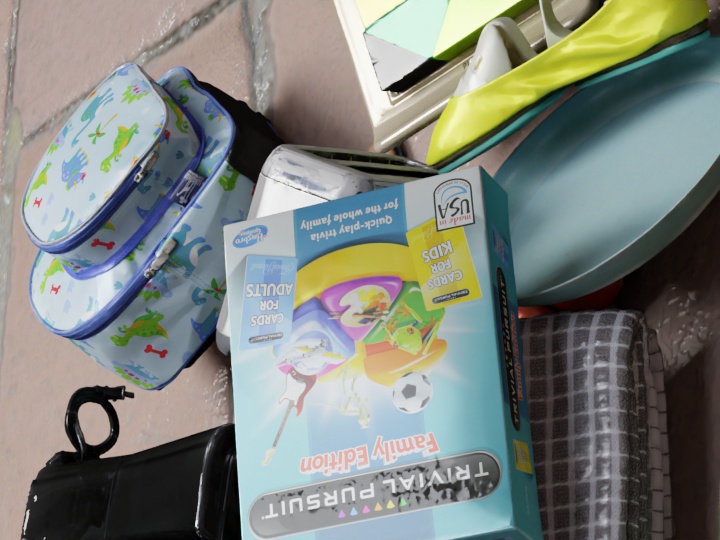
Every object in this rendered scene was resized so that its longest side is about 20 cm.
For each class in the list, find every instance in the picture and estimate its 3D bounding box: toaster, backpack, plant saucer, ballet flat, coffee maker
[{"bbox_3d":[0.000,0.000,1.480,0.114,0.200,0.130,21,102,42],"label":"toaster"},{"bbox_3d":[-0.149,-0.035,1.738,0.200,0.147,0.183,-55,28,7],"label":"backpack"},{"bbox_3d":[0.139,-0.050,1.381,0.200,0.027,0.200,-36,24,19],"label":"plant saucer"},{"bbox_3d":[0.108,-0.124,1.433,0.200,0.067,0.067,-27,95,33],"label":"ballet flat"},{"bbox_3d":[-0.124,0.158,1.646,0.200,0.135,0.193,-16,84,43],"label":"coffee maker"}]

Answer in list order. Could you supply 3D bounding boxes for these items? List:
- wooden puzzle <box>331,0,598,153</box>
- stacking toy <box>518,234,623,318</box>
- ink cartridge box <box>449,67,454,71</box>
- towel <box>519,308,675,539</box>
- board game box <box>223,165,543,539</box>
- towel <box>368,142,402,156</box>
[{"bbox_3d":[0.046,-0.197,1.535,0.185,0.037,0.200,-31,63,37],"label":"wooden puzzle"},{"bbox_3d":[0.092,0.066,1.439,0.200,0.085,0.085,-62,33,7],"label":"stacking toy"},{"bbox_3d":[0.062,-0.217,1.576,0.200,0.050,0.161,35,108,37],"label":"ink cartridge box"},{"bbox_3d":[0.078,0.124,1.335,0.165,0.086,0.201,-6,69,19],"label":"towel"},{"bbox_3d":[0.009,0.058,1.317,0.151,0.047,0.200,-13,66,19],"label":"board game box"},{"bbox_3d":[-0.017,0.024,1.672,0.200,0.022,0.147,-50,39,32],"label":"towel"}]
